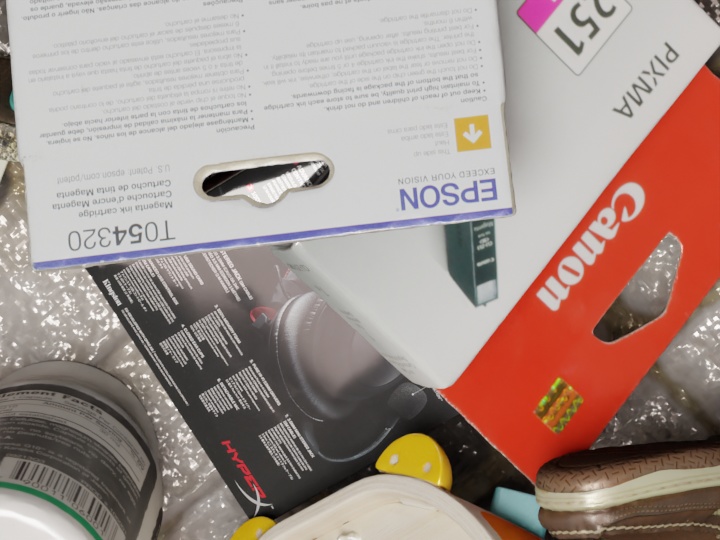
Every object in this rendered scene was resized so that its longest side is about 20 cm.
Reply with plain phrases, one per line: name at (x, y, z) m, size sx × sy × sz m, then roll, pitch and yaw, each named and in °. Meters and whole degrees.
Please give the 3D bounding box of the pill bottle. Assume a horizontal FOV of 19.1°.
pill bottle at (-0.147, 0.115, 0.946) m, size 0.112 × 0.200 × 0.114 m, roll 1°, pitch 105°, yaw 2°

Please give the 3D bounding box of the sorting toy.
sorting toy at (0.047, 0.159, 0.972) m, size 0.200 × 0.107 × 0.180 m, roll -30°, pitch 147°, yaw 33°

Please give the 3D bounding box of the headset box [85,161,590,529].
headset box at (0.000, 0.000, 0.974) m, size 0.199 × 0.075 × 0.149 m, roll -31°, pitch 102°, yaw 10°

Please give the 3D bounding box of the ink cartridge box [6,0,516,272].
ink cartridge box at (-0.043, -0.106, 0.858) m, size 0.195 × 0.043 × 0.201 m, roll -6°, pitch 84°, yaw 5°

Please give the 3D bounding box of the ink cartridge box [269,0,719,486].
ink cartridge box at (0.087, -0.029, 0.911) m, size 0.173 × 0.044 × 0.200 m, roll 42°, pitch 78°, yaw -15°

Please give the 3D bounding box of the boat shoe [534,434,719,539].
boat shoe at (0.154, 0.112, 0.940) m, size 0.074 × 0.202 × 0.075 m, roll -6°, pitch 86°, yaw 46°

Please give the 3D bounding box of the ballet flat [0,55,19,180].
ballet flat at (-0.162, -0.067, 0.975) m, size 0.199 × 0.068 × 0.076 m, roll 7°, pitch 127°, yaw 6°
